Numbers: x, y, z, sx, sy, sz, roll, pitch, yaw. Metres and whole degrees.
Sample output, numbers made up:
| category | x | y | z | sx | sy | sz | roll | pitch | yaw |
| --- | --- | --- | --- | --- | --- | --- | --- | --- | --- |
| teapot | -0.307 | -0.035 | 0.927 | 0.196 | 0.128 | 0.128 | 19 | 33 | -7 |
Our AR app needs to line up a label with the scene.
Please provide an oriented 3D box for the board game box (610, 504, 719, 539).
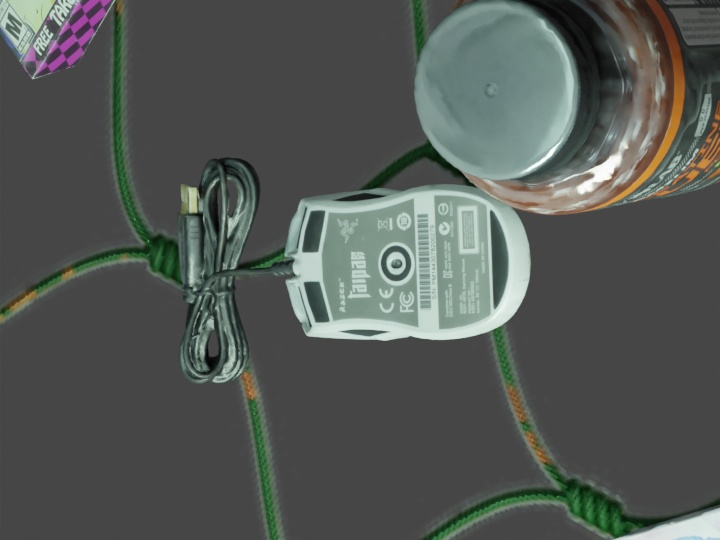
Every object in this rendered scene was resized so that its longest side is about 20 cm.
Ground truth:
| category | x | y | z | sx | sy | sz | roll | pitch | yaw |
| --- | --- | --- | --- | --- | --- | --- | --- | --- | --- |
| board game box | 0.230 | 0.182 | 1.172 | 0.200 | 0.043 | 0.199 | -20 | 86 | 28 |

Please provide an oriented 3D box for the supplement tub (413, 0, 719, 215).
| category | x | y | z | sx | sy | sz | roll | pitch | yaw |
| --- | --- | --- | --- | --- | --- | --- | --- | --- | --- |
| supplement tub | 0.096 | -0.078 | 1.127 | 0.107 | 0.200 | 0.107 | 3 | 97 | 28 |

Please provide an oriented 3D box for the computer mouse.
| category | x | y | z | sx | sy | sz | roll | pitch | yaw |
| --- | --- | --- | --- | --- | --- | --- | --- | --- | --- |
| computer mouse | 0.000 | 0.000 | 1.277 | 0.200 | 0.044 | 0.110 | 0 | 90 | 33 |

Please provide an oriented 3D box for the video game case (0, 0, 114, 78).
| category | x | y | z | sx | sy | sz | roll | pitch | yaw |
| --- | --- | --- | --- | --- | --- | --- | --- | --- | --- |
| video game case | -0.160 | -0.220 | 1.301 | 0.181 | 0.036 | 0.200 | 54 | 138 | 13 |
